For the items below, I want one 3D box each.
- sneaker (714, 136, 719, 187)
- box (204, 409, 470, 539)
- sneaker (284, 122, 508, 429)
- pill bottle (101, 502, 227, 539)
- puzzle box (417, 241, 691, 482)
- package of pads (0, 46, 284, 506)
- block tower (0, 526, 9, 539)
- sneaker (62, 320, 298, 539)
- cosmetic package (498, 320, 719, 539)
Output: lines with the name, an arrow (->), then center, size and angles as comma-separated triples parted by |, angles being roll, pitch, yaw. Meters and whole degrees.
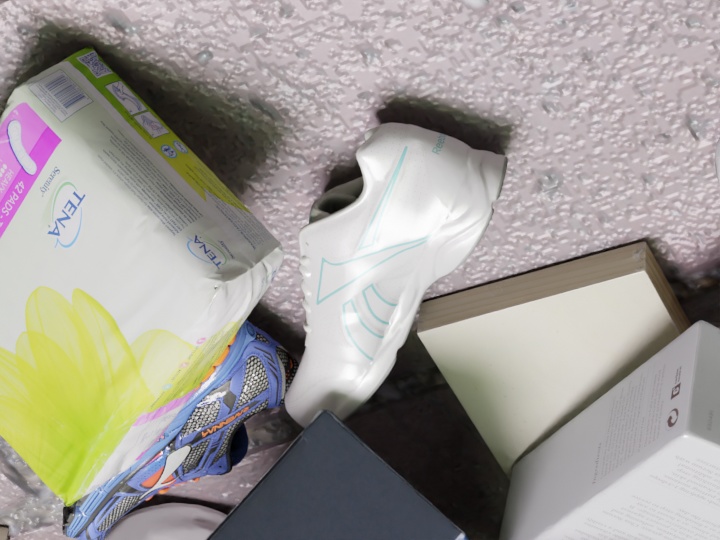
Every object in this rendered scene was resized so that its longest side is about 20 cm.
sneaker -> 0.224, 0.017, 1.267 | 0.075, 0.100, 0.200 | -18, 130, 16
box -> -0.009, 0.187, 1.358 | 0.148, 0.107, 0.200 | -47, 155, -6
sneaker -> 0.000, 0.000, 1.308 | 0.080, 0.070, 0.200 | 26, 124, -8
pill bottle -> -0.116, 0.242, 1.515 | 0.111, 0.111, 0.200 | 10, 134, -3
puzzle box -> 0.131, 0.076, 1.385 | 0.133, 0.025, 0.200 | -16, 130, 20
package of pads -> -0.141, 0.010, 1.284 | 0.155, 0.068, 0.200 | 45, 131, 10
block tower -> -0.253, 0.232, 1.563 | 0.058, 0.054, 0.200 | 9, 134, -3
sneaker -> -0.105, 0.096, 1.404 | 0.078, 0.075, 0.200 | 26, 133, -21
cosmetic package -> 0.163, 0.112, 1.319 | 0.101, 0.071, 0.200 | 24, 145, -16
